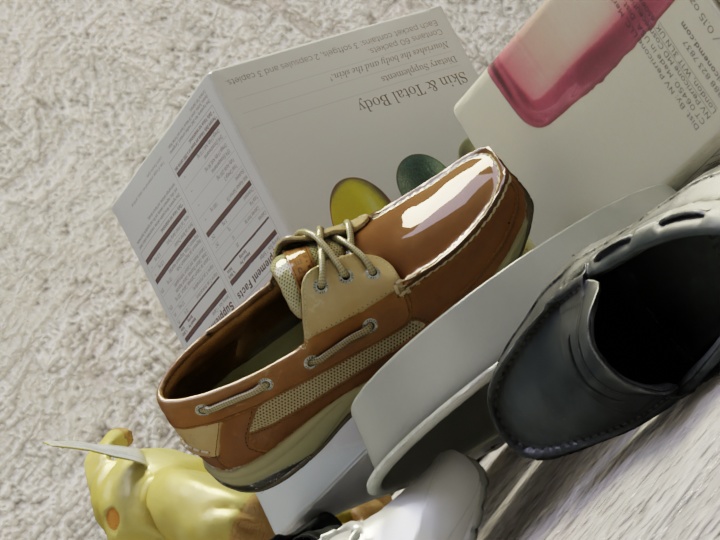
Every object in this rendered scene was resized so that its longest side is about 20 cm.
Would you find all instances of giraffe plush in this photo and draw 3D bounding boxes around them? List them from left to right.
[{"bbox_3d":[-0.087,0.185,1.552,0.173,0.199,0.163,-123,43,-82],"label":"giraffe plush"}]

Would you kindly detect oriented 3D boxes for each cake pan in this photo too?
[{"bbox_3d":[0.077,0.027,1.252,0.200,0.037,0.200,-33,-11,-7],"label":"cake pan"}]

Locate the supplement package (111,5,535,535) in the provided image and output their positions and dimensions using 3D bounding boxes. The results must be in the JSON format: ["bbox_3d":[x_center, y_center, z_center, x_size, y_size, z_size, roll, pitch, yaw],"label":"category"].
[{"bbox_3d":[0.000,0.000,1.463,0.151,0.201,0.151,-19,-16,-32],"label":"supplement package"}]

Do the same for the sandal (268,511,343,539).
[{"bbox_3d":[-0.012,0.148,1.366,0.048,0.076,0.200,-31,4,10],"label":"sandal"}]

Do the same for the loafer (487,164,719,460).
[{"bbox_3d":[0.102,0.018,1.064,0.070,0.068,0.201,-37,-4,-42],"label":"loafer"}]

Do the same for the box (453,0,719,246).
[{"bbox_3d":[0.154,-0.098,1.319,0.128,0.109,0.200,-24,-14,-34],"label":"box"}]

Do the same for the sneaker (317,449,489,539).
[{"bbox_3d":[-0.023,0.149,1.211,0.200,0.087,0.075,-48,-1,-5],"label":"sneaker"}]

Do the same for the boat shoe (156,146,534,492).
[{"bbox_3d":[-0.009,0.017,1.304,0.200,0.074,0.076,-43,37,6],"label":"boat shoe"}]
